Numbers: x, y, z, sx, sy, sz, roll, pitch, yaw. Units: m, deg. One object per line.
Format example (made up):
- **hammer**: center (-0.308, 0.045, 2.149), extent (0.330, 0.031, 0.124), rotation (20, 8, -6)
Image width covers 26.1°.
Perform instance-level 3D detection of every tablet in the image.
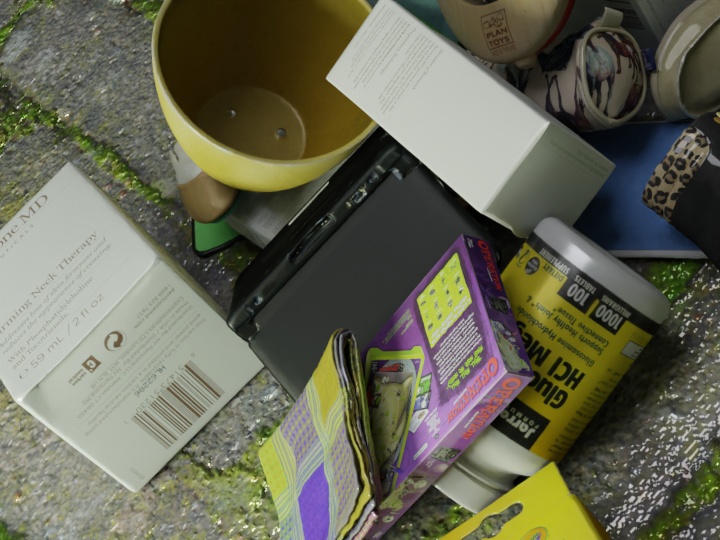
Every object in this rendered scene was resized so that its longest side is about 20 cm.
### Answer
- **tablet**: center (0.230, -0.064, 1.218), extent (0.200, 0.014, 0.130), rotation (0, 58, 37)

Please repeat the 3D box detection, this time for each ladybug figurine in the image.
- **ladybug figurine**: center (0.116, -0.252, 1.200), extent (0.136, 0.072, 0.201), rotation (-12, 83, 44)

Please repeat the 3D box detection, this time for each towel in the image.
- **towel**: center (-0.032, 0.146, 1.130), extent (0.200, 0.023, 0.144), rotation (123, 144, -52)

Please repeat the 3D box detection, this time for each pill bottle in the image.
- **pill bottle**: center (0.120, 0.071, 1.106), extent (0.200, 0.112, 0.112), rotation (-55, 42, 7)

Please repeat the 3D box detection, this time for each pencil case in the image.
- **pencil case**: center (0.145, -0.153, 1.265), extent (0.200, 0.078, 0.090), rotation (-1, 75, 57)

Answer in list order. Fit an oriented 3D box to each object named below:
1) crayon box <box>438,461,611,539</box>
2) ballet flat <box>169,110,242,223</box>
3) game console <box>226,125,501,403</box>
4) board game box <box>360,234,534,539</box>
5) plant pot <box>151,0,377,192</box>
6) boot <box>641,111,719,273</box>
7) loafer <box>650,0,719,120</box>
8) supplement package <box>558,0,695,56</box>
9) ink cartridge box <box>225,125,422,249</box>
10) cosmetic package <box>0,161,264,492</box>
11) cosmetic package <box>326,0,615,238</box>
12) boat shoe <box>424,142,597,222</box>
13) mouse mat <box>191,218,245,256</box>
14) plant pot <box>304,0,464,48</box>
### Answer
- **crayon box**: center (0.127, 0.238, 1.026), extent (0.127, 0.051, 0.200), rotation (-34, 44, 8)
- **ballet flat**: center (-0.151, -0.109, 1.428), extent (0.069, 0.063, 0.200), rotation (-40, 27, 13)
- **game console**: center (0.000, 0.000, 1.238), extent (0.200, 0.116, 0.176), rotation (-46, 12, 11)
- **board game box**: center (0.040, 0.084, 1.078), extent (0.200, 0.032, 0.120), rotation (-51, 35, 37)
- **plant pot**: center (-0.084, -0.144, 1.318), extent (0.199, 0.142, 0.201), rotation (6, 64, -11)
- **boot**: center (0.311, -0.070, 1.107), extent (0.200, 0.073, 0.151), rotation (-48, 54, 5)
- **loafer**: center (0.309, -0.192, 1.213), extent (0.200, 0.076, 0.068), rotation (-45, 32, -3)
- **supplement package**: center (0.227, -0.299, 1.304), extent (0.150, 0.152, 0.200), rotation (19, 69, 43)
- **ink cartridge box**: center (-0.027, -0.079, 1.382), extent (0.163, 0.057, 0.200), rotation (-49, 46, -8)
- **cosmetic package**: center (-0.223, 0.047, 1.348), extent (0.167, 0.166, 0.200), rotation (-46, 42, -3)
- **cosmetic package**: center (0.080, -0.111, 1.166), extent (0.200, 0.108, 0.085), rotation (43, 102, 36)
- **boat shoe**: center (0.115, -0.083, 1.265), extent (0.202, 0.075, 0.075), rotation (-8, 39, 41)
- **mouse mat**: center (-0.078, -0.107, 1.481), extent (0.200, 0.008, 0.161), rotation (-24, 47, 20)
- **plant pot**: center (0.059, -0.260, 1.388), extent (0.134, 0.200, 0.201), rotation (25, 72, 18)
